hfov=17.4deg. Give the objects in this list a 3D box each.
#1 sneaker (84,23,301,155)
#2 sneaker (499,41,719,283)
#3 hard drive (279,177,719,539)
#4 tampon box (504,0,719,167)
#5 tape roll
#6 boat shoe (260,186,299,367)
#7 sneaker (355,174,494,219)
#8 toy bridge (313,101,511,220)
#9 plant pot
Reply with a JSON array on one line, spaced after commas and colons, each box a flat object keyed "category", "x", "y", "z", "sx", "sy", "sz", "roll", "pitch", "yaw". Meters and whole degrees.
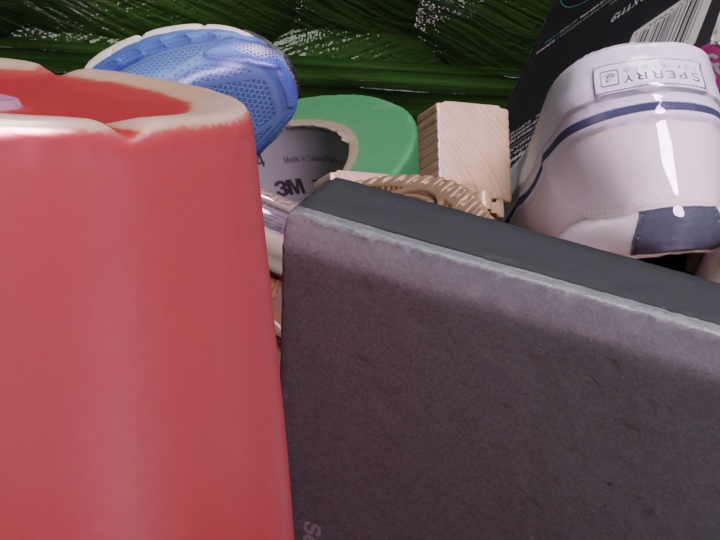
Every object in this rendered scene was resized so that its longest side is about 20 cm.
[{"category": "sneaker", "x": -0.110, "y": -0.031, "z": 0.947, "sx": 0.199, "sy": 0.079, "sz": 0.089, "roll": -28, "pitch": 29, "yaw": -9}, {"category": "sneaker", "x": 0.075, "y": 0.000, "z": 0.752, "sx": 0.073, "sy": 0.071, "sz": 0.200, "roll": -3, "pitch": -20, "yaw": -1}, {"category": "hard drive", "x": 0.072, "y": 0.067, "z": 0.561, "sx": 0.199, "sy": 0.140, "sz": 0.033, "roll": 17, "pitch": 32, "yaw": 25}, {"category": "tampon box", "x": 0.168, "y": -0.030, "z": 0.880, "sx": 0.200, "sy": 0.126, "sz": 0.150, "roll": 39, "pitch": -40, "yaw": -15}, {"category": "tape roll", "x": -0.063, "y": -0.010, "z": 1.012, "sx": 0.200, "sy": 0.048, "sz": 0.201, "roll": -19, "pitch": 22, "yaw": 8}, {"category": "boat shoe", "x": -0.106, "y": -0.015, "z": 0.661, "sx": 0.199, "sy": 0.072, "sz": 0.076, "roll": 22, "pitch": -2, "yaw": 10}, {"category": "sneaker", "x": 0.049, "y": 0.043, "z": 0.687, "sx": 0.071, "sy": 0.113, "sz": 0.200, "roll": -41, "pitch": 35, "yaw": -19}, {"category": "toy bridge", "x": 0.000, "y": 0.000, "z": 0.807, "sx": 0.027, "sy": 0.068, "sz": 0.200, "roll": 4, "pitch": -13, "yaw": -22}, {"category": "plant pot", "x": -0.102, "y": 0.042, "z": 0.557, "sx": 0.199, "sy": 0.178, "sz": 0.200, "roll": 5, "pitch": 9, "yaw": -1}]
